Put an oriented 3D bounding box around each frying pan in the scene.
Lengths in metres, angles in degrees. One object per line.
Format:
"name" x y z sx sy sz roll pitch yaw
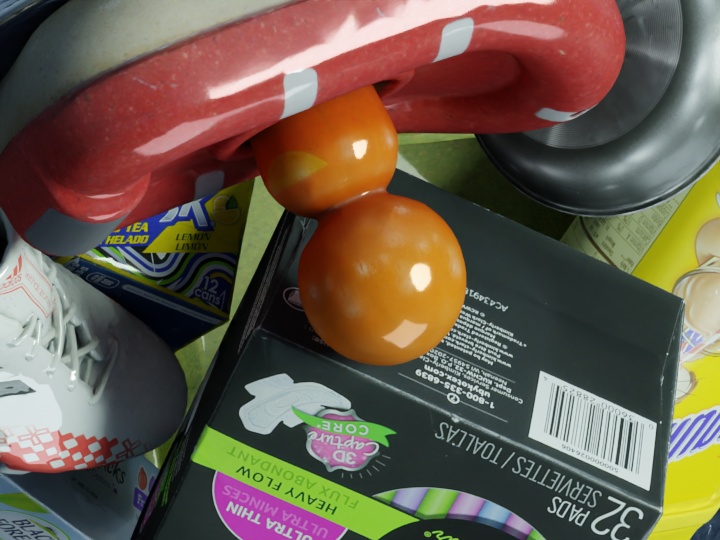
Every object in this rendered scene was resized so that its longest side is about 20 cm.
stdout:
"frying pan" 0.050 -0.090 0.885 0.189 0.116 0.031 26 -171 29

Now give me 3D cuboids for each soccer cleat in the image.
"soccer cleat" -0.120 0.014 0.835 0.085 0.069 0.199 -29 143 36

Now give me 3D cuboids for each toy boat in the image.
"toy boat" -0.007 -0.035 0.791 0.199 0.131 0.130 -21 175 -21

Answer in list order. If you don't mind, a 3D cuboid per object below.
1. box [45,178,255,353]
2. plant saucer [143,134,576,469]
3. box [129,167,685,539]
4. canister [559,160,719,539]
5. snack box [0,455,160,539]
"box" -0.119 0.008 0.979 0.070 0.065 0.200 22 152 -25
"plant saucer" 0.000 0.000 1.076 0.198 0.048 0.200 -7 138 -4
"box" 0.004 0.087 0.910 0.125 0.148 0.201 -72 -172 -55
"canister" 0.127 0.014 1.013 0.148 0.087 0.201 0 131 -50
"snack box" -0.167 0.079 1.001 0.141 0.053 0.200 -5 154 22
